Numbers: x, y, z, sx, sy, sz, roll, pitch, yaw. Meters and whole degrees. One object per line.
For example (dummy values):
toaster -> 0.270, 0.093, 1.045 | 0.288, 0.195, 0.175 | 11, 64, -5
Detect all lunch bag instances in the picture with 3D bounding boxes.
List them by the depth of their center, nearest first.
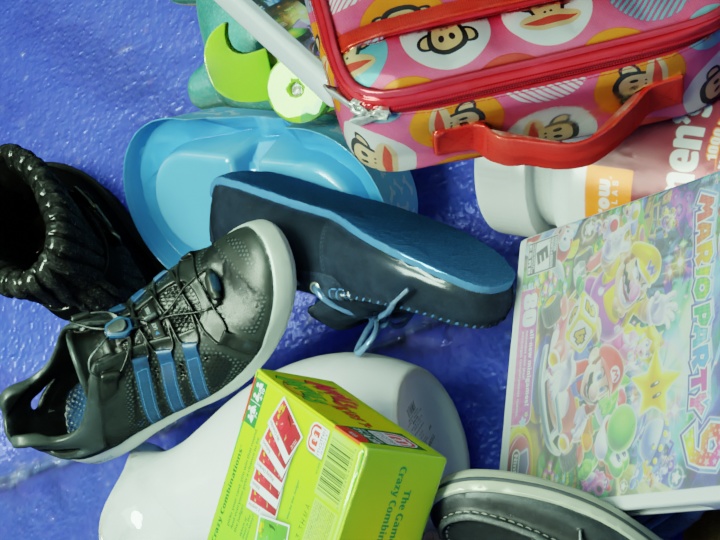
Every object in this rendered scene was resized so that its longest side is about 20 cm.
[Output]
lunch bag -> 0.075, -0.123, 0.768 | 0.198, 0.082, 0.177 | -13, 56, -1

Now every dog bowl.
dog bowl -> -0.053, -0.044, 0.959 | 0.198, 0.112, 0.050 | 7, 29, 33

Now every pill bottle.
pill bottle -> 0.165, -0.049, 0.810 | 0.198, 0.110, 0.111 | 10, 75, 30

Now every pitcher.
pitcher -> -0.052, 0.129, 0.849 | 0.199, 0.122, 0.172 | -19, 20, 26

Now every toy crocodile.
toy crocodile -> 0.008, -0.124, 0.902 | 0.198, 0.067, 0.062 | -8, 101, 16

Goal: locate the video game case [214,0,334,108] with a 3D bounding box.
video game case -> 0.012, -0.179, 0.903 | 0.181, 0.023, 0.200 | -28, 43, -15

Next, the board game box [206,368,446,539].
board game box -> -0.034, 0.159, 0.737 | 0.101, 0.047, 0.202 | 28, 103, 54

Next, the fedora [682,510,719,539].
fedora -> 0.227, 0.107, 0.726 | 0.199, 0.082, 0.202 | -13, 63, 28

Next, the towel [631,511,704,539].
towel -> 0.144, 0.065, 0.753 | 0.200, 0.048, 0.112 | -49, 26, 46

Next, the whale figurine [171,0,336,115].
whale figurine -> -0.066, -0.175, 1.021 | 0.159, 0.104, 0.200 | -49, 52, 5

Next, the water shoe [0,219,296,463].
water shoe -> -0.115, 0.045, 0.855 | 0.200, 0.079, 0.072 | -42, 62, 28

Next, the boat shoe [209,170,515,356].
boat shoe -> 0.000, 0.000, 0.864 | 0.199, 0.084, 0.069 | 23, 110, 42

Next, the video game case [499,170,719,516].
video game case -> 0.127, 0.036, 0.714 | 0.200, 0.018, 0.145 | -20, 59, 59

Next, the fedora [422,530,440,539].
fedora -> 0.042, 0.227, 0.767 | 0.089, 0.177, 0.202 | 17, 94, 2

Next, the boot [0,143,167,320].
boot -> -0.205, -0.031, 1.011 | 0.211, 0.158, 0.080 | 35, 90, 37

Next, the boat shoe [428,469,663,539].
boat shoe -> 0.112, 0.156, 0.699 | 0.199, 0.075, 0.062 | 34, 53, 5
